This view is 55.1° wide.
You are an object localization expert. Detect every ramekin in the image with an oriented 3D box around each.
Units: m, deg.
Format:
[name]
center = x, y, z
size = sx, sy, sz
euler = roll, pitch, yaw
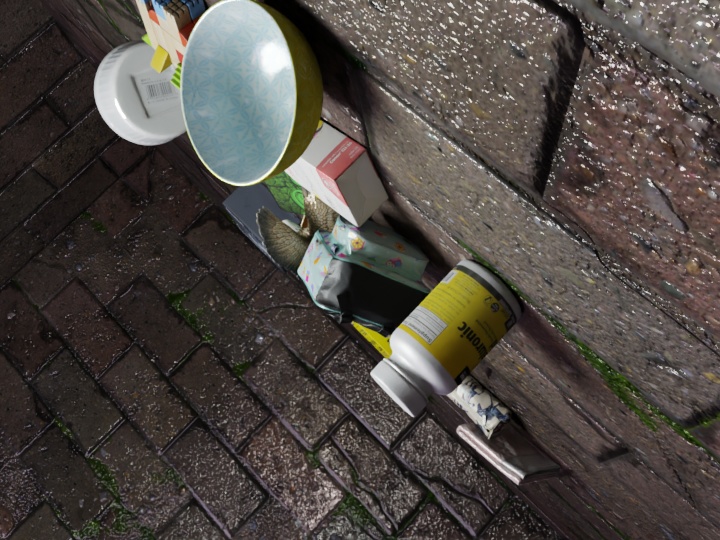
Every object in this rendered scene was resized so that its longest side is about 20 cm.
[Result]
[ramekin]
center = -0.400, -0.344, 1.330
size = 0.201, 0.201, 0.097
euler = 50, 162, -29

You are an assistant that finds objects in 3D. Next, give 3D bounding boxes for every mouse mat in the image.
[mouse mat]
center = -0.097, -0.140, 1.200
size = 0.160, 0.008, 0.200
euler = 10, 159, 18

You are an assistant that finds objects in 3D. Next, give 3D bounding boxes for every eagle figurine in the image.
[eagle figurine]
center = -0.087, -0.057, 1.165
size = 0.149, 0.153, 0.200
euler = 2, 158, 2

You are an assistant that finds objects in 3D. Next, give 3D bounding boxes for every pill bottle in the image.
[pill bottle]
center = 0.109, 0.092, 0.912
size = 0.111, 0.200, 0.111
euler = 43, 172, 8

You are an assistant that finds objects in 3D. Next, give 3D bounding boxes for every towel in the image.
[towel]
center = 0.337, 0.404, 1.557
size = 0.199, 0.032, 0.191
euler = 11, -160, -49

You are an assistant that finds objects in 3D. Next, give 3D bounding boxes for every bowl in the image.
[bowl]
center = -0.107, -0.204, 0.800
size = 0.200, 0.201, 0.107
euler = 41, -147, 26

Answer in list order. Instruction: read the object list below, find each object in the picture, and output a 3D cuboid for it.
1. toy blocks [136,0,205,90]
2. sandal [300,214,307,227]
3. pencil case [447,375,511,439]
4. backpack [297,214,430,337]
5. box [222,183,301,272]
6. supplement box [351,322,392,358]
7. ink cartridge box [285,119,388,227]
[toy blocks]
center = -0.253, -0.348, 0.998
size = 0.200, 0.100, 0.137
euler = 40, 160, 18
[sandal]
center = -0.090, -0.107, 1.354
size = 0.078, 0.070, 0.212
euler = 46, 171, -3
[pencil case]
center = 0.245, 0.286, 1.547
size = 0.200, 0.078, 0.089
euler = 41, -158, 25
[backpack]
center = 0.000, 0.000, 1.065
size = 0.175, 0.155, 0.200
euler = 17, -175, -24
[box]
center = -0.249, -0.123, 1.871
size = 0.197, 0.117, 0.200
euler = 43, 170, 16
[supplement box]
center = 0.070, 0.131, 1.565
size = 0.200, 0.110, 0.109
euler = 44, 171, 3
[ink cartridge box]
center = -0.062, -0.161, 0.991
size = 0.200, 0.068, 0.117
euler = 38, 168, 32
